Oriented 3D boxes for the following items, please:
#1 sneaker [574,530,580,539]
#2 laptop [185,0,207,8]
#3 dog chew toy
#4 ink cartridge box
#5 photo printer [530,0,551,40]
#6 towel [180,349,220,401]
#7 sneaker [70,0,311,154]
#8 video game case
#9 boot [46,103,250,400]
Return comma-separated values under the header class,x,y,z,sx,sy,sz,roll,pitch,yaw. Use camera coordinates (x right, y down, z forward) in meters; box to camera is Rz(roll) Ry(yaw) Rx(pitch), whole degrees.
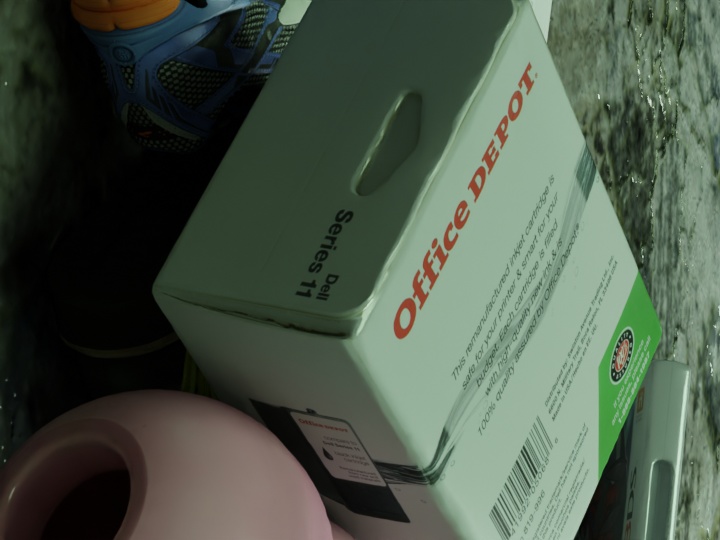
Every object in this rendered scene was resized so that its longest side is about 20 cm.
class,x,y,z,sx,sy,sz,roll,pitch,yaw
sneaker,0.075,0.090,1.264,0.071,0.073,0.200,-73,156,-59
laptop,-0.085,-0.212,0.849,0.200,0.103,0.177,-66,148,-42
dog chew toy,-0.044,0.125,0.912,0.200,0.124,0.125,44,50,-44
ink cartridge box,0.024,0.014,0.936,0.147,0.083,0.200,-62,147,-27
photo printer,0.033,-0.138,1.166,0.166,0.069,0.200,33,62,-63
towel,0.000,0.000,0.991,0.200,0.018,0.086,-15,119,-58
sneaker,-0.042,-0.100,1.004,0.200,0.075,0.079,-33,123,-52
video game case,0.118,0.149,1.314,0.200,0.023,0.182,124,-26,-75
boot,-0.043,0.017,1.014,0.200,0.077,0.138,-41,134,-43
